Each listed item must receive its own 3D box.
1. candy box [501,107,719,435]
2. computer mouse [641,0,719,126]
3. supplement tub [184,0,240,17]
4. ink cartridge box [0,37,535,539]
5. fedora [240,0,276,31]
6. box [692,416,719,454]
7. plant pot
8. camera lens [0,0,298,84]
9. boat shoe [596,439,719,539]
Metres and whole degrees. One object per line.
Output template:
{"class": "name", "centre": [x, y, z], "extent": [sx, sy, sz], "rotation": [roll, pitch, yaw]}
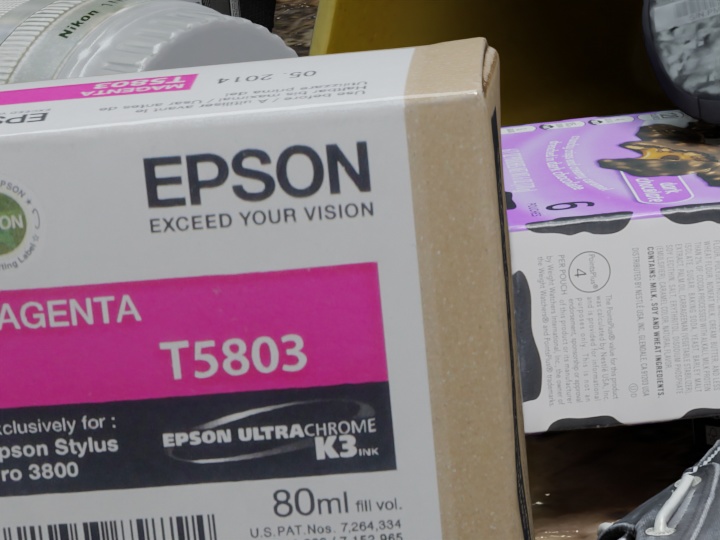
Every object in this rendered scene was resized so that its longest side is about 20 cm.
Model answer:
{"class": "candy box", "centre": [0.142, -0.010, 0.963], "extent": [0.200, 0.072, 0.168], "rotation": [-6, 13, -1]}
{"class": "computer mouse", "centre": [0.159, -0.125, 1.020], "extent": [0.140, 0.046, 0.200], "rotation": [-19, 47, 7]}
{"class": "supplement tub", "centre": [-0.111, -0.092, 1.276], "extent": [0.122, 0.200, 0.123], "rotation": [-6, 14, 1]}
{"class": "ink cartridge box", "centre": [-0.052, 0.026, 0.854], "extent": [0.200, 0.165, 0.075], "rotation": [-5, 15, 6]}
{"class": "fedora", "centre": [-0.124, -0.156, 1.758], "extent": [0.200, 0.092, 0.201], "rotation": [-3, 13, 1]}
{"class": "box", "centre": [0.218, 0.045, 0.941], "extent": [0.110, 0.035, 0.200], "rotation": [-18, 19, -42]}
{"class": "plant pot", "centre": [0.119, -0.108, 1.216], "extent": [0.194, 0.196, 0.200], "rotation": [23, 22, 32]}
{"class": "camera lens", "centre": [-0.128, -0.026, 1.101], "extent": [0.200, 0.160, 0.160], "rotation": [5, 18, 37]}
{"class": "boat shoe", "centre": [0.089, 0.086, 0.768], "extent": [0.068, 0.072, 0.200], "rotation": [-1, 22, 12]}
